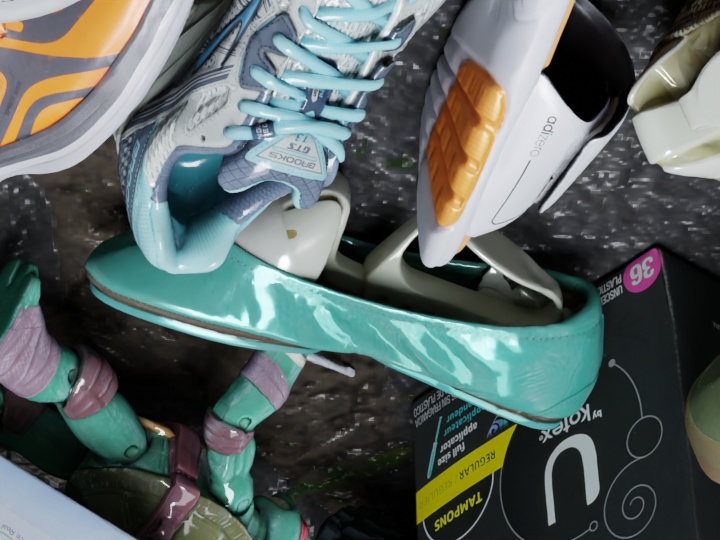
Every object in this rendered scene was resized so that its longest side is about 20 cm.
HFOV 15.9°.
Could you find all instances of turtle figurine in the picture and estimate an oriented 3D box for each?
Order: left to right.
[{"bbox_3d":[-0.078,0.069,1.021,0.200,0.101,0.150,31,132,-28],"label":"turtle figurine"}]

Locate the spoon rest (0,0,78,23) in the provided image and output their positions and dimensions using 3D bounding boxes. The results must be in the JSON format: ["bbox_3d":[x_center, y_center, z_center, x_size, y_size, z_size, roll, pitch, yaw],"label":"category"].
[{"bbox_3d":[-0.148,-0.101,0.725,0.199,0.061,0.099,-9,161,-13],"label":"spoon rest"}]

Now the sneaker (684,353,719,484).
[{"bbox_3d":[0.193,-0.009,0.917,0.200,0.067,0.090,-31,130,-5],"label":"sneaker"}]

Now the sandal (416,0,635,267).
[{"bbox_3d":[0.067,-0.071,0.850,0.059,0.079,0.207,10,139,-11],"label":"sandal"}]

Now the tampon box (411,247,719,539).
[{"bbox_3d":[0.115,0.126,1.012,0.126,0.200,0.150,28,133,-33],"label":"tampon box"}]

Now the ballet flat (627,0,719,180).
[{"bbox_3d":[0.127,-0.064,0.821,0.075,0.068,0.200,-34,180,-20],"label":"ballet flat"}]

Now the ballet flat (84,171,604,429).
[{"bbox_3d":[0.000,0.000,0.961,0.200,0.067,0.071,16,112,-13],"label":"ballet flat"}]

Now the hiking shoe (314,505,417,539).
[{"bbox_3d":[0.028,0.167,1.117,0.087,0.074,0.200,-54,143,0],"label":"hiking shoe"}]

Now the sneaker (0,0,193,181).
[{"bbox_3d":[-0.145,-0.076,0.836,0.112,0.078,0.200,28,134,-35],"label":"sneaker"}]

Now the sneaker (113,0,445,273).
[{"bbox_3d":[-0.014,-0.067,0.846,0.077,0.087,0.200,18,139,-26],"label":"sneaker"}]

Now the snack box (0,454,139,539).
[{"bbox_3d":[-0.153,0.111,1.004,0.200,0.053,0.142,30,156,19],"label":"snack box"}]
